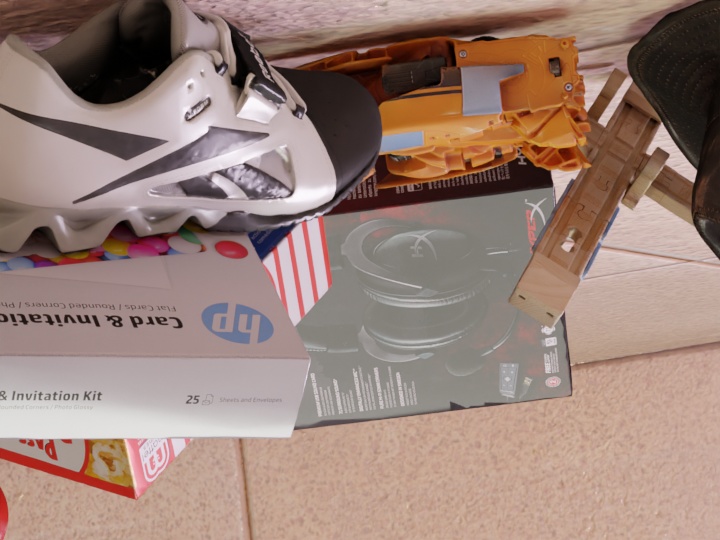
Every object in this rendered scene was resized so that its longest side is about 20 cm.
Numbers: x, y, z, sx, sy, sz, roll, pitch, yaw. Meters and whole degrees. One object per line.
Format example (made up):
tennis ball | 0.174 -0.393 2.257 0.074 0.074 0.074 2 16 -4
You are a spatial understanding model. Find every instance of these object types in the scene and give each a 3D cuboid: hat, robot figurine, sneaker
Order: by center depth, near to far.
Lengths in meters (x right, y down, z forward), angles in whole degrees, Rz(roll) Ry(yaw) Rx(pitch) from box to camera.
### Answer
sneaker | -0.060 -0.065 0.985 0.200 0.089 0.074 -14 -138 -44
hat | 0.197 -0.030 1.140 0.200 0.081 0.201 23 159 9
robot figurine | 0.000 -0.063 1.143 0.199 0.058 0.145 -8 173 7

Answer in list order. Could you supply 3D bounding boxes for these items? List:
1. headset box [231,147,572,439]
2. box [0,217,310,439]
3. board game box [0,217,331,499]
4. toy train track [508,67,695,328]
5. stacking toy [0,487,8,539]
headset box | 0.000 0.000 1.306 0.199 0.077 0.149 -7 133 1
box | -0.123 -0.009 0.989 0.155 0.041 0.200 2 -147 -22
board game box | -0.136 0.009 1.081 0.200 0.046 0.152 14 -139 28
toy train track | 0.112 -0.041 1.197 0.033 0.115 0.200 -59 178 38
stacking toy | -0.196 0.042 1.225 0.085 0.201 0.085 -7 174 -1
